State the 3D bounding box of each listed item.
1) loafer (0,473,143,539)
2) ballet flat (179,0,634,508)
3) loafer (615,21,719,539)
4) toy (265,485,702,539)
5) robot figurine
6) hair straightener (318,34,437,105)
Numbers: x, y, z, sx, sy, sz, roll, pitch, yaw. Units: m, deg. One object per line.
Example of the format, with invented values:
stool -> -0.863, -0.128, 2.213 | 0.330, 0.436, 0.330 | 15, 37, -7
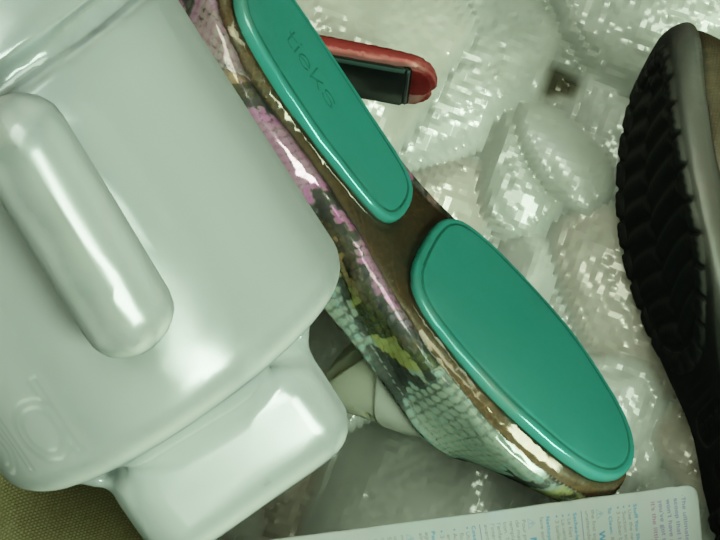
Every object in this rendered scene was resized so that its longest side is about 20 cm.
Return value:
loafer -> -0.080, 0.094, 0.755 | 0.076, 0.067, 0.201 | -21, 75, -8
ballet flat -> 0.000, 0.000, 0.777 | 0.071, 0.069, 0.200 | -35, 99, 30
loafer -> 0.132, 0.019, 0.789 | 0.070, 0.073, 0.202 | -11, 80, -14
toy -> 0.013, 0.129, 0.735 | 0.199, 0.047, 0.116 | -4, 89, -34
robot figurine -> -0.083, -0.021, 0.698 | 0.113, 0.170, 0.201 | -34, 101, -8
hair straightener -> -0.079, -0.051, 0.810 | 0.198, 0.041, 0.078 | 14, 74, -3
